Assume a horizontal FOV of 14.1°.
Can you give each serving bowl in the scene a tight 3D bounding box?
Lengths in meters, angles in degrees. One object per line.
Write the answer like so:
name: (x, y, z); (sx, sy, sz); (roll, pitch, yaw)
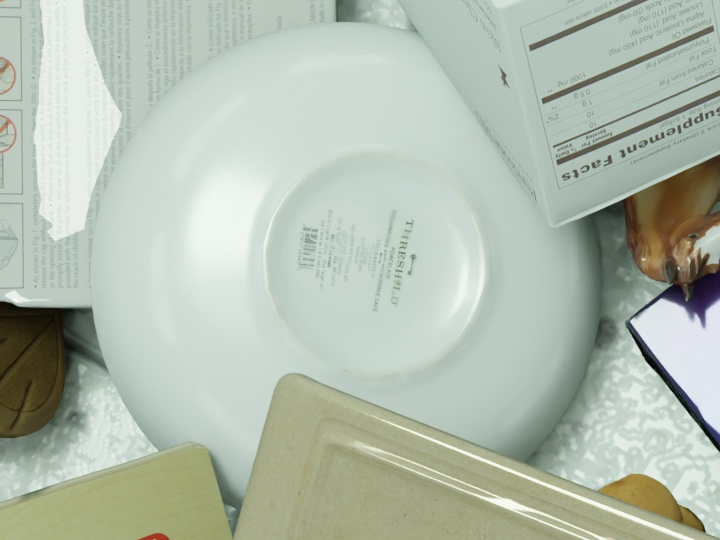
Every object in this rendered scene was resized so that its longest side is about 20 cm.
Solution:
serving bowl: (0.000, 0.000, 1.097); (0.200, 0.066, 0.200); (1, 85, -9)

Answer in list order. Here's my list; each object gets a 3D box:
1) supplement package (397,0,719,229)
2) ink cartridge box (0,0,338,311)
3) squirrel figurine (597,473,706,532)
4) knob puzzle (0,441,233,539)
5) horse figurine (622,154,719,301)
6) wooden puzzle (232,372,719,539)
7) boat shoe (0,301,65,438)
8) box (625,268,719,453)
supplement package: (0.089, -0.141, 1.061); (0.156, 0.111, 0.200); (-24, 45, -6)
ink cartridge box: (-0.107, -0.062, 1.142); (0.200, 0.050, 0.161); (0, 82, -9)
squirrel figurine: (0.058, 0.162, 1.040); (0.187, 0.142, 0.200); (25, 91, 9)
knob puzzle: (-0.131, 0.175, 1.077); (0.220, 0.030, 0.220); (-4, 102, -18)
horse figurine: (0.118, -0.079, 1.117); (0.133, 0.050, 0.200); (-44, 47, 0)
wooden puzzle: (0.034, 0.150, 0.980); (0.200, 0.037, 0.185); (22, 104, 25)
boat shoe: (-0.164, -0.029, 1.173); (0.072, 0.072, 0.200); (-12, 79, 42)
box: (0.222, 0.019, 1.077); (0.200, 0.079, 0.141); (-38, 74, 2)
